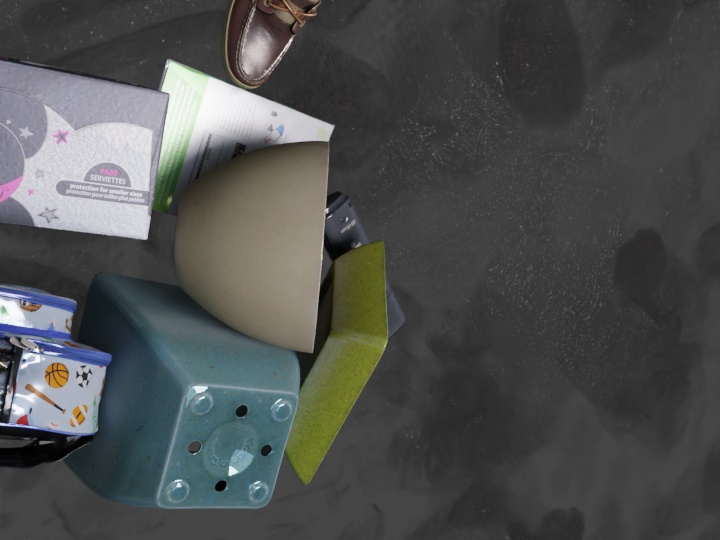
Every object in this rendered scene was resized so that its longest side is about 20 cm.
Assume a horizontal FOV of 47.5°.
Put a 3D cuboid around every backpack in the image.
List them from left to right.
[{"bbox_3d":[-0.318,0.087,0.708,0.190,0.199,0.155,25,76,-36],"label":"backpack"}]

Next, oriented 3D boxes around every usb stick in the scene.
[{"bbox_3d":[0.000,0.000,0.974,0.055,0.033,0.201,-36,121,-18],"label":"usb stick"}]

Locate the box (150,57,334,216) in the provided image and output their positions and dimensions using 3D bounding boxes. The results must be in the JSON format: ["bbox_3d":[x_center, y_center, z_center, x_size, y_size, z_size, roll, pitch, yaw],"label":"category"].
[{"bbox_3d":[-0.135,-0.116,0.849,0.199,0.036,0.145,16,96,-37],"label":"box"}]

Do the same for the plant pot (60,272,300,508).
[{"bbox_3d":[-0.164,0.136,0.805,0.195,0.200,0.198,12,99,-36],"label":"plant pot"}]

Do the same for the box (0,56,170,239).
[{"bbox_3d":[-0.276,-0.107,0.690,0.199,0.115,0.133,7,100,-24],"label":"box"}]

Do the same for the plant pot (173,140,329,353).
[{"bbox_3d":[-0.103,-0.028,0.779,0.133,0.200,0.202,5,103,-4],"label":"plant pot"}]

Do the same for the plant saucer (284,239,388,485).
[{"bbox_3d":[-0.036,0.085,0.860,0.048,0.200,0.201,21,119,-12],"label":"plant saucer"}]

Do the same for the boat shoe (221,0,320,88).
[{"bbox_3d":[-0.076,-0.277,0.814,0.072,0.072,0.201,25,90,-36],"label":"boat shoe"}]
